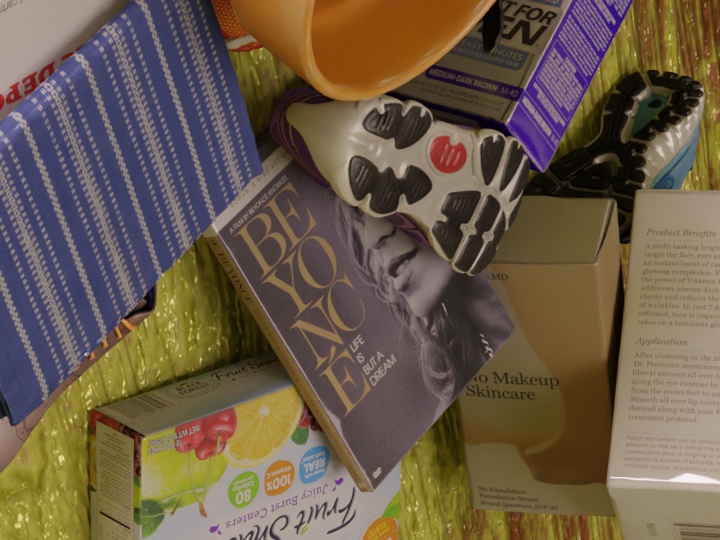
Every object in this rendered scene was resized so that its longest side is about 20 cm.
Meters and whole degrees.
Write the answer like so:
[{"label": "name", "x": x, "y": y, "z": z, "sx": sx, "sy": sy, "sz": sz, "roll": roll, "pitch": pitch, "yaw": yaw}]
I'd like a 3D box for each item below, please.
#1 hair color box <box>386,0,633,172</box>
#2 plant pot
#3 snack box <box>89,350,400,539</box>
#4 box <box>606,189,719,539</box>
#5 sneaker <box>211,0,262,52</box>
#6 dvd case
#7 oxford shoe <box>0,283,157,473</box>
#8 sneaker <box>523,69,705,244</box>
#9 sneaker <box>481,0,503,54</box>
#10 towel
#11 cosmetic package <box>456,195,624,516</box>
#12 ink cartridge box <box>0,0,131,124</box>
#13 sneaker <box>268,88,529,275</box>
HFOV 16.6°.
[{"label": "hair color box", "x": 0.098, "y": -0.167, "z": 1.446, "sx": 0.201, "sy": 0.109, "sz": 0.065, "roll": -61, "pitch": 143, "yaw": -15}, {"label": "plant pot", "x": -0.024, "y": -0.214, "z": 1.185, "sx": 0.200, "sy": 0.183, "sz": 0.201, "roll": -42, "pitch": 156, "yaw": -24}, {"label": "snack box", "x": -0.062, "y": 0.126, "z": 1.398, "sx": 0.199, "sy": 0.053, "sz": 0.143, "roll": -17, "pitch": 118, "yaw": -41}, {"label": "box", "x": 0.221, "y": 0.072, "z": 1.544, "sx": 0.152, "sy": 0.106, "sz": 0.201, "roll": 66, "pitch": 29, "yaw": -60}, {"label": "sneaker", "x": -0.022, "y": -0.201, "z": 1.316, "sx": 0.200, "sy": 0.073, "sz": 0.077, "roll": -51, "pitch": 123, "yaw": -32}, {"label": "dvd case", "x": 0.000, "y": 0.000, "z": 1.390, "sx": 0.149, "sy": 0.016, "sz": 0.201, "roll": -46, "pitch": 116, "yaw": -33}, {"label": "oxford shoe", "x": -0.150, "y": 0.021, "z": 1.236, "sx": 0.071, "sy": 0.073, "sz": 0.201, "roll": 38, "pitch": 74, "yaw": -52}, {"label": "sneaker", "x": 0.170, "y": -0.040, "z": 1.619, "sx": 0.200, "sy": 0.078, "sz": 0.090, "roll": -46, "pitch": 139, "yaw": -30}, {"label": "sneaker", "x": 0.067, "y": -0.211, "z": 1.370, "sx": 0.104, "sy": 0.060, "sz": 0.201, "roll": 128, "pitch": -28, "yaw": -80}, {"label": "towel", "x": -0.127, "y": -0.038, "z": 1.162, "sx": 0.200, "sy": 0.024, "sz": 0.145, "roll": -48, "pitch": 142, "yaw": -29}, {"label": "cosmetic package", "x": 0.113, "y": 0.055, "z": 1.542, "sx": 0.071, "sy": 0.104, "sz": 0.201, "roll": -68, "pitch": 154, "yaw": -51}, {"label": "ink cartridge box", "x": -0.176, "y": -0.170, "z": 1.117, "sx": 0.146, "sy": 0.084, "sz": 0.201, "roll": -35, "pitch": 130, "yaw": -38}, {"label": "sneaker", "x": 0.024, "y": -0.061, "z": 1.360, "sx": 0.200, "sy": 0.083, "sz": 0.081, "roll": 30, "pitch": 87, "yaw": -52}]
